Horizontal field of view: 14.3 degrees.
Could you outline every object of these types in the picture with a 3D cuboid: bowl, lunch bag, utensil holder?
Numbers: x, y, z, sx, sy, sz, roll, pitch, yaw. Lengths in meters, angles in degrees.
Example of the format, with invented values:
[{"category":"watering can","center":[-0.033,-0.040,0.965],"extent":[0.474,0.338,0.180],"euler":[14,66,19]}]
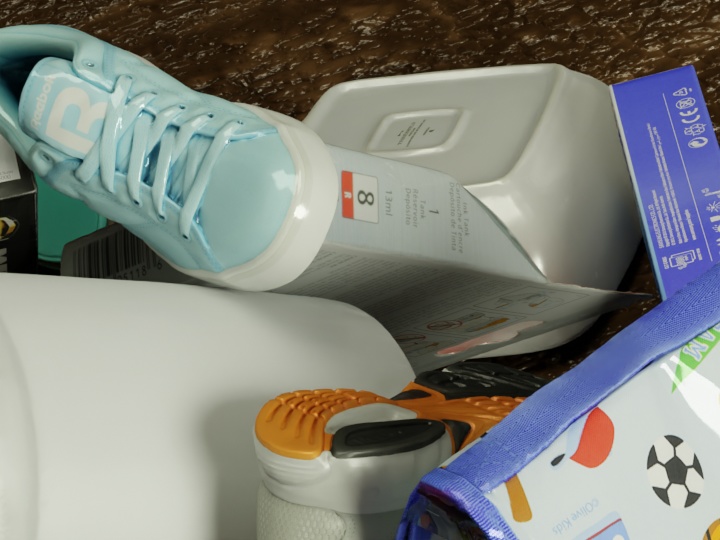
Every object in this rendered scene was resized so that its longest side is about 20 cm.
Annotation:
[{"category":"bowl","center":[0.034,-0.036,1.383],"extent":[0.199,0.075,0.200],"euler":[-3,28,21]},{"category":"lunch bag","center":[0.105,0.109,0.983],"extent":[0.170,0.201,0.124],"euler":[-34,35,-27]},{"category":"utensil holder","center":[-0.094,0.086,1.084],"extent":[0.199,0.171,0.170],"euler":[5,15,-36]}]

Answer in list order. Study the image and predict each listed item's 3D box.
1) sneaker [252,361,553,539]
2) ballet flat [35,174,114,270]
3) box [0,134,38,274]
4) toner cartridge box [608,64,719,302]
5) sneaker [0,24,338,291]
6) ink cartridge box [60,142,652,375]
[{"category":"sneaker","center":[0.030,0.089,1.045],"extent":[0.199,0.093,0.076],"euler":[-3,19,-45]},{"category":"ballet flat","center":[-0.165,-0.038,1.492],"extent":[0.070,0.068,0.199],"euler":[11,1,-43]},{"category":"box","center":[-0.223,-0.003,1.258],"extent":[0.159,0.200,0.050],"euler":[-13,72,-10]},{"category":"toner cartridge box","center":[0.149,-0.002,1.253],"extent":[0.043,0.095,0.200],"euler":[-13,29,5]},{"category":"sneaker","center":[-0.090,-0.046,1.106],"extent":[0.082,0.074,0.200],"euler":[14,6,-40]},{"category":"ink cartridge box","center":[0.000,0.000,1.207],"extent":[0.199,0.050,0.162],"euler":[6,-19,-43]}]
